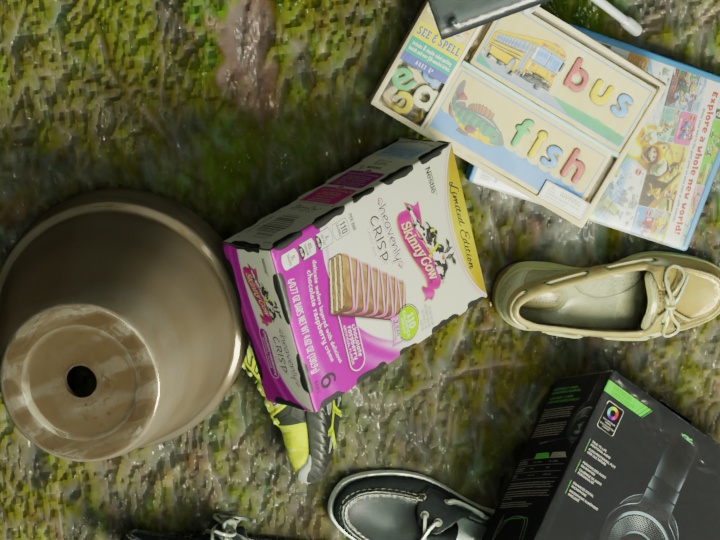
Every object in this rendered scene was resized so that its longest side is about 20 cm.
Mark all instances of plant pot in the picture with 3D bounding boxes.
[{"bbox_3d":[-0.190,0.055,1.510,0.198,0.174,0.202,1,105,5],"label":"plant pot"}]

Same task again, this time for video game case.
[{"bbox_3d":[0.198,-0.111,1.653,0.198,0.018,0.144,17,100,-15],"label":"video game case"}]

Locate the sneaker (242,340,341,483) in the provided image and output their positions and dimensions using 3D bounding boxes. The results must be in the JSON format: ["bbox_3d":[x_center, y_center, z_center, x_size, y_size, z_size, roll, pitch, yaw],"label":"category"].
[{"bbox_3d":[-0.061,0.071,1.628,0.076,0.075,0.202,-5,104,10],"label":"sneaker"}]

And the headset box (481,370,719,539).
[{"bbox_3d":[0.211,0.201,1.669,0.174,0.093,0.201,35,70,-18],"label":"headset box"}]

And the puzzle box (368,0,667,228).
[{"bbox_3d":[0.123,-0.139,1.606,0.199,0.025,0.134,29,98,-7],"label":"puzzle box"}]

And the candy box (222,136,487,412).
[{"bbox_3d":[0.000,0.000,1.565,0.199,0.061,0.138,-33,118,-36],"label":"candy box"}]

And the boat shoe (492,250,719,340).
[{"bbox_3d":[0.209,0.025,1.668,0.198,0.063,0.074,3,104,-13],"label":"boat shoe"}]

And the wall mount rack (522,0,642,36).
[{"bbox_3d":[0.205,-0.261,1.558,0.074,0.174,0.201,33,95,12],"label":"wall mount rack"}]

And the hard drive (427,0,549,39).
[{"bbox_3d":[0.128,-0.264,1.457,0.198,0.033,0.141,-19,92,5],"label":"hard drive"}]

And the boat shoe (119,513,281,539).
[{"bbox_3d":[-0.100,0.232,1.651,0.198,0.075,0.062,17,102,-17],"label":"boat shoe"}]

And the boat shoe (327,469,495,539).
[{"bbox_3d":[0.070,0.218,1.691,0.198,0.060,0.076,14,101,-15],"label":"boat shoe"}]
